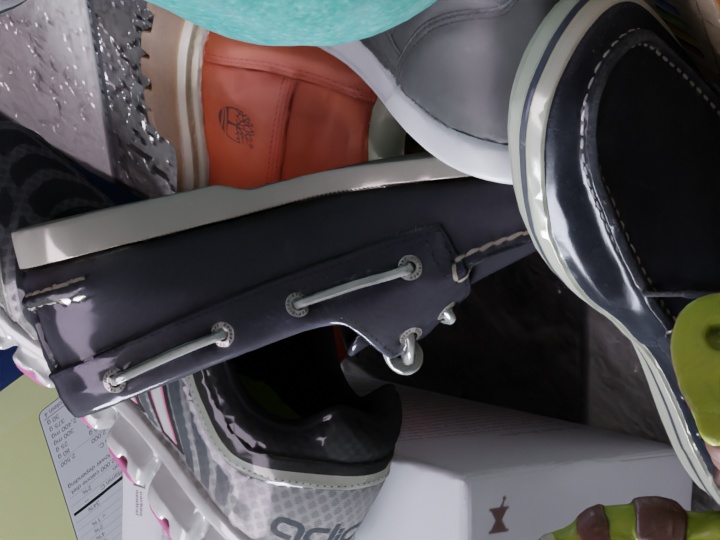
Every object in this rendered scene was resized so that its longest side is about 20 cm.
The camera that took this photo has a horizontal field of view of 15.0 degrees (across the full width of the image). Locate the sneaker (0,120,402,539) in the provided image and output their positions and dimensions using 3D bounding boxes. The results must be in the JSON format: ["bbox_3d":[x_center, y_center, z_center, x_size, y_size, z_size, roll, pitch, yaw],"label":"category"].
[{"bbox_3d":[-0.058,0.012,0.876,0.200,0.074,0.088,48,121,18],"label":"sneaker"}]

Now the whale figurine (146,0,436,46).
[{"bbox_3d":[-0.045,-0.099,0.644,0.158,0.199,0.105,5,104,46],"label":"whale figurine"}]

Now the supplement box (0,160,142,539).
[{"bbox_3d":[-0.170,0.055,1.166,0.199,0.134,0.201,27,142,39],"label":"supplement box"}]

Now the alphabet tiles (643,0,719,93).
[{"bbox_3d":[0.118,-0.057,0.669,0.167,0.008,0.200,36,169,29],"label":"alphabet tiles"}]

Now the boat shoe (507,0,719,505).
[{"bbox_3d":[0.100,0.000,0.754,0.062,0.075,0.200,14,147,42],"label":"boat shoe"}]

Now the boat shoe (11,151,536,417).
[{"bbox_3d":[0.000,0.000,0.804,0.073,0.198,0.063,-152,53,-87],"label":"boat shoe"}]

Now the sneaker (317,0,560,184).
[{"bbox_3d":[0.010,-0.112,0.795,0.200,0.070,0.100,42,132,45],"label":"sneaker"}]

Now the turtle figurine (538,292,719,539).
[{"bbox_3d":[0.131,0.054,0.707,0.198,0.065,0.162,0,149,6],"label":"turtle figurine"}]

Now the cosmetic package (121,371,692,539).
[{"bbox_3d":[0.011,0.084,0.946,0.199,0.101,0.072,9,100,53],"label":"cosmetic package"}]

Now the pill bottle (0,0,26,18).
[{"bbox_3d":[-0.160,-0.135,0.960,0.114,0.114,0.200,57,151,-8],"label":"pill bottle"}]

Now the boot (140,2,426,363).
[{"bbox_3d":[-0.009,-0.017,0.917,0.107,0.075,0.201,24,147,22],"label":"boot"}]
